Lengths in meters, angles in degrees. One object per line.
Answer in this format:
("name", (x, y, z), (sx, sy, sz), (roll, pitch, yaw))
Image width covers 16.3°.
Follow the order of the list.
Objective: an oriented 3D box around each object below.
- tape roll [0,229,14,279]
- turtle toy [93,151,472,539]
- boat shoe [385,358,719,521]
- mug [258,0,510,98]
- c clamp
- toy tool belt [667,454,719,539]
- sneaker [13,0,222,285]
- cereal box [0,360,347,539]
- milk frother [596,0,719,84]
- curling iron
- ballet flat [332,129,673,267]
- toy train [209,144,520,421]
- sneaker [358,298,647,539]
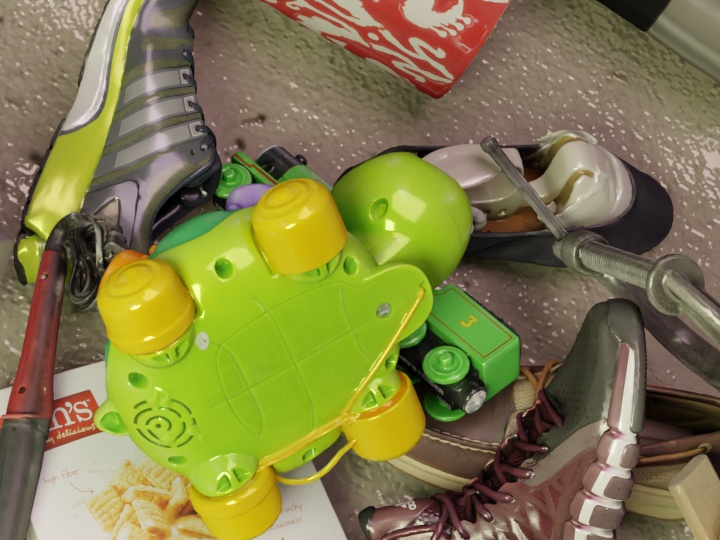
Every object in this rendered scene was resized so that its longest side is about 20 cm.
("tape roll", (-0.229, 0.048, 1.053), (0.066, 0.200, 0.200), (35, 56, -1))
("turtle toy", (-0.033, 0.018, 1.131), (0.200, 0.146, 0.101), (-29, 31, -11))
("boat shoe", (0.095, 0.070, 1.233), (0.199, 0.072, 0.072), (14, 45, -15))
("mug", (-0.007, -0.197, 1.296), (0.200, 0.178, 0.134), (32, 50, -6))
("c clamp", (0.140, 0.016, 1.189), (0.027, 0.200, 0.171), (-45, 110, -5))
("toy tool belt", (0.251, 0.131, 1.237), (0.200, 0.125, 0.123), (-12, 75, -26))
("sneaker", (-0.101, -0.073, 1.235), (0.081, 0.074, 0.200), (19, 71, 0))
("cereal box", (-0.079, 0.131, 1.160), (0.144, 0.040, 0.200), (-16, 69, -27))
("milk frother", (0.226, -0.210, 1.371), (0.188, 0.200, 0.181), (33, 52, -1))
("curling iron", (-0.144, 0.061, 1.128), (0.026, 0.050, 0.200), (29, 64, -32))
("ballet flat", (0.083, -0.039, 1.299), (0.199, 0.073, 0.073), (-1, 63, -21))
("toy train", (0.000, 0.000, 1.224), (0.056, 0.042, 0.200), (-34, 56, -23))
("sneaker", (0.061, 0.102, 1.161), (0.115, 0.076, 0.201), (12, 103, -3))
